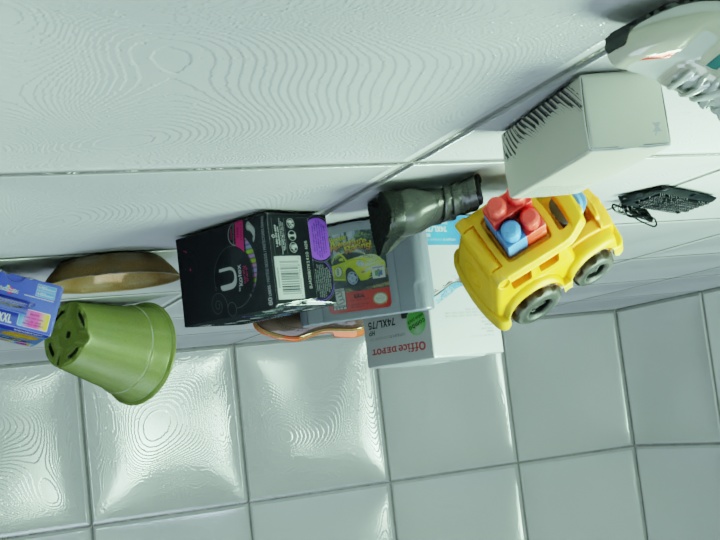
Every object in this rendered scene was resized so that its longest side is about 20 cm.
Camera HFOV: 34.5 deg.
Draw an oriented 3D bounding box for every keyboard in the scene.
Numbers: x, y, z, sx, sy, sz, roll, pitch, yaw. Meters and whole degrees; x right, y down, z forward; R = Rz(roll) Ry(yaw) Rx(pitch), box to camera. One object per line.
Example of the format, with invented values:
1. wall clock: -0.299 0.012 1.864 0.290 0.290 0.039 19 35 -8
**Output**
1. keyboard: 0.443 -0.089 1.695 0.103 0.040 0.199 -13 170 37

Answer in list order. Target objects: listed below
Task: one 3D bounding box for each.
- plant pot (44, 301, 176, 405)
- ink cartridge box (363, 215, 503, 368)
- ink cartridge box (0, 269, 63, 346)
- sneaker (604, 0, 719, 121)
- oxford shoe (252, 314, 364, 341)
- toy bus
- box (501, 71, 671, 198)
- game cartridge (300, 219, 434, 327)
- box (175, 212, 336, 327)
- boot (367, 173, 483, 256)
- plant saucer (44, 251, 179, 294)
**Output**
1. plant pot: -0.480 0.139 2.160 0.198 0.203 0.189 -11 160 34
2. ink cartridge box: 0.097 0.032 1.670 0.145 0.203 0.146 -1 171 -41
3. ink cartridge box: -0.496 0.048 1.608 0.135 0.077 0.200 16 164 -20
4. sneaker: 0.272 -0.142 0.848 0.198 0.095 0.070 -4 173 -26
5. oxford shoe: -0.081 0.069 1.934 0.197 0.072 0.073 -3 135 -13
6. toy bus: 0.212 -0.051 1.394 0.199 0.136 0.192 -31 153 -6
7. box: 0.201 -0.120 1.066 0.081 0.069 0.200 -5 173 -15
8. game cartridge: 0.000 0.000 1.589 0.198 0.135 0.041 -9 173 23
9. box: -0.140 0.002 1.512 0.105 0.124 0.199 -1 171 -44
10. boot: 0.082 -0.068 1.425 0.129 0.069 0.200 -12 175 -9
11. plant saucer: -0.359 0.002 1.671 0.198 0.036 0.200 -7 173 -1
